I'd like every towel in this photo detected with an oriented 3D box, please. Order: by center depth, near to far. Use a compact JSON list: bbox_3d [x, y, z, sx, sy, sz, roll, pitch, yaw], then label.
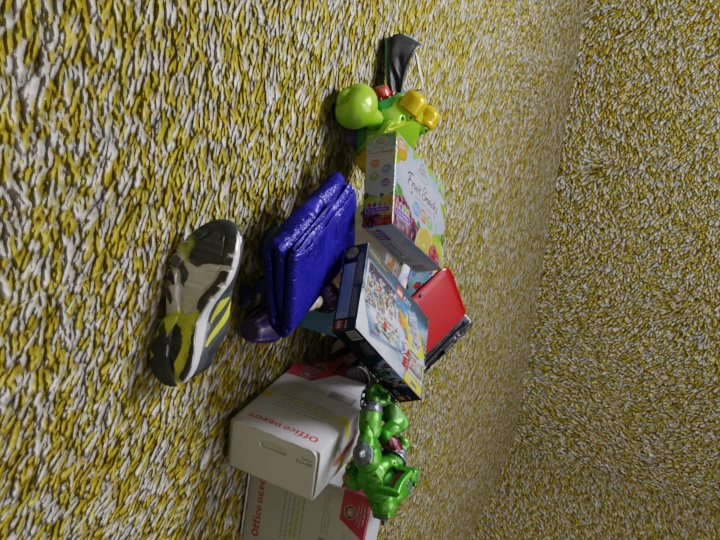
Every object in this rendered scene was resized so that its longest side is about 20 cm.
[{"bbox_3d":[-0.059,-0.021,1.136,0.200,0.049,0.148,-52,148,-49],"label":"towel"}]

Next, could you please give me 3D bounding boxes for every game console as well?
[{"bbox_3d":[0.072,0.108,1.393,0.200,0.119,0.172,-41,-173,-24],"label":"game console"}]

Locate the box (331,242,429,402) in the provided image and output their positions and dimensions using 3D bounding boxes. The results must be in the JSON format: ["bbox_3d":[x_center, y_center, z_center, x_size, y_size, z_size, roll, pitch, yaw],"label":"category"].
[{"bbox_3d":[0.033,0.076,1.201,0.200,0.038,0.137,51,37,-43],"label":"box"}]

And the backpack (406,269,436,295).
[{"bbox_3d":[0.079,0.061,1.561,0.200,0.134,0.183,89,21,-63],"label":"backpack"}]

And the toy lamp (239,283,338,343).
[{"bbox_3d":[-0.099,0.061,1.236,0.200,0.058,0.059,-21,124,-57],"label":"toy lamp"}]

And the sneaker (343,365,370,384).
[{"bbox_3d":[-0.062,0.249,1.456,0.200,0.073,0.085,-43,177,-25],"label":"sneaker"}]

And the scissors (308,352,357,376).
[{"bbox_3d":[-0.022,0.140,1.420,0.200,0.073,0.014,-47,-170,-7],"label":"scissors"}]

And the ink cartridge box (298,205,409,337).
[{"bbox_3d":[0.000,0.000,1.370,0.128,0.125,0.201,-13,117,-67],"label":"ink cartridge box"}]

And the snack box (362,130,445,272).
[{"bbox_3d":[0.068,-0.096,1.278,0.200,0.053,0.143,37,51,-59],"label":"snack box"}]

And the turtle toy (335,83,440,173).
[{"bbox_3d":[0.029,-0.222,1.316,0.146,0.101,0.200,-52,159,8],"label":"turtle toy"}]

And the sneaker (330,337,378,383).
[{"bbox_3d":[-0.008,0.145,1.532,0.200,0.080,0.087,87,5,-62],"label":"sneaker"}]

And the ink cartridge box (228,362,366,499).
[{"bbox_3d":[-0.082,0.229,1.274,0.200,0.144,0.084,-36,138,-59],"label":"ink cartridge box"}]

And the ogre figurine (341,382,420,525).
[{"bbox_3d":[0.032,0.267,1.230,0.120,0.098,0.201,-60,160,-49],"label":"ogre figurine"}]

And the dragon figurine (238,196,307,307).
[{"bbox_3d":[-0.100,-0.026,1.183,0.201,0.059,0.100,-66,159,-18],"label":"dragon figurine"}]

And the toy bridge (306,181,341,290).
[{"bbox_3d":[-0.040,-0.035,1.280,0.027,0.067,0.201,-26,103,-31],"label":"toy bridge"}]

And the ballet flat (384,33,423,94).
[{"bbox_3d":[0.066,-0.280,1.409,0.068,0.068,0.201,-78,173,-61],"label":"ballet flat"}]

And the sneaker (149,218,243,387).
[{"bbox_3d":[-0.185,0.035,1.008,0.201,0.074,0.085,-67,166,5],"label":"sneaker"}]

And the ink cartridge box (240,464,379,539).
[{"bbox_3d":[-0.073,0.367,1.340,0.083,0.199,0.146,-28,130,-67],"label":"ink cartridge box"}]
